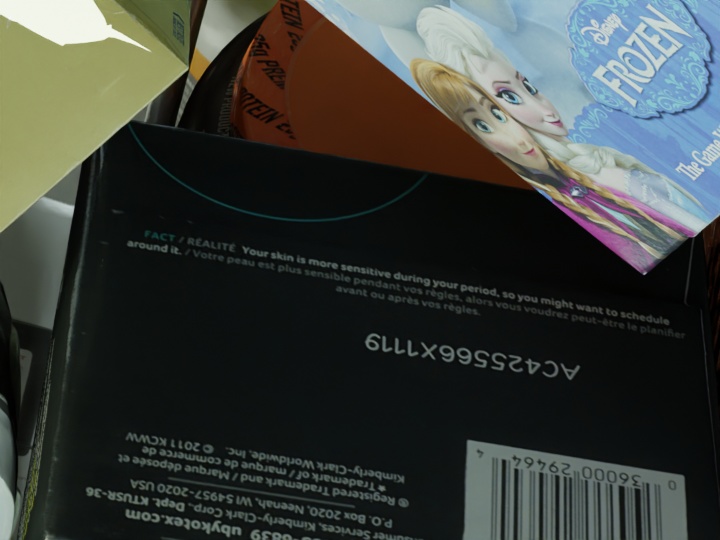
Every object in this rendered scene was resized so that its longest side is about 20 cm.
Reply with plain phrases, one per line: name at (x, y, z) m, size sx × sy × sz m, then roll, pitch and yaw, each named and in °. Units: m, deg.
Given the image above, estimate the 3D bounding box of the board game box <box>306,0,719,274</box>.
board game box at (0.013, -0.097, 0.531) m, size 0.043 × 0.199 × 0.200 m, roll -49°, pitch -2°, yaw -16°

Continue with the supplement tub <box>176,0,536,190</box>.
supplement tub at (0.000, 0.000, 0.800) m, size 0.200 × 0.122 × 0.123 m, roll 113°, pitch 163°, yaw -63°

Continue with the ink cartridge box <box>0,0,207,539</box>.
ink cartridge box at (-0.092, -0.016, 0.778) m, size 0.116 × 0.066 × 0.201 m, roll -77°, pitch 4°, yaw -49°

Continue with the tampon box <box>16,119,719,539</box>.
tampon box at (-0.010, 0.088, 0.671) m, size 0.201 × 0.149 × 0.127 m, roll 105°, pitch 171°, yaw -45°

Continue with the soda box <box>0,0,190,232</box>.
soda box at (-0.128, -0.020, 0.630) m, size 0.200 × 0.064 × 0.068 m, roll -40°, pitch 27°, yaw 21°

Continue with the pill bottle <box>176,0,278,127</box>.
pill bottle at (-0.021, -0.013, 1.009) m, size 0.117 × 0.116 × 0.201 m, roll -93°, pitch 12°, yaw -56°

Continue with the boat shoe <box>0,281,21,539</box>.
boat shoe at (-0.118, 0.068, 0.712) m, size 0.200 × 0.070 × 0.064 m, roll 119°, pitch 161°, yaw -51°
